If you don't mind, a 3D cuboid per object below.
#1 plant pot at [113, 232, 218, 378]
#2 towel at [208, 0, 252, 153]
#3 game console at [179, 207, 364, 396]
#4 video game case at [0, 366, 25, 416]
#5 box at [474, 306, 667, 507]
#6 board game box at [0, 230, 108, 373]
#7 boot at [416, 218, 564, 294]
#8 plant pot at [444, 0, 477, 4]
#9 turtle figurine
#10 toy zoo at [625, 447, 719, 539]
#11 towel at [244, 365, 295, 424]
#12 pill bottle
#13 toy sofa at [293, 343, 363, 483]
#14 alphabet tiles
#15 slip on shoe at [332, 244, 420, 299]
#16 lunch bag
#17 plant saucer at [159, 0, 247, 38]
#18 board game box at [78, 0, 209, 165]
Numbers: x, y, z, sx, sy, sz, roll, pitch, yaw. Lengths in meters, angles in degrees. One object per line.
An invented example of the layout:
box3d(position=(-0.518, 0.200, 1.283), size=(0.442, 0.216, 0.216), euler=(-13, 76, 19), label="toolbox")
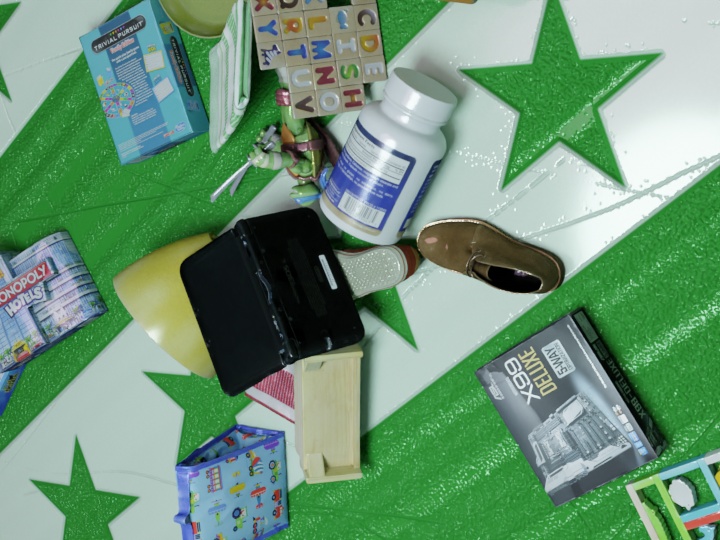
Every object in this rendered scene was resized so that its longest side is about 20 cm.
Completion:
box3d(position=(-0.229, 0.031, 1.547), size=(0.142, 0.200, 0.200), euler=(-44, 76, 4), label="plant pot")
box3d(position=(-0.176, -0.255, 1.447), size=(0.200, 0.023, 0.154), euler=(155, 116, -69), label="towel")
box3d(position=(-0.118, 0.039, 1.440), size=(0.116, 0.175, 0.201), euler=(-46, 62, 55), label="game console")
box3d(position=(-0.661, 0.130, 1.889), size=(0.181, 0.045, 0.201), euler=(42, 118, 17), label="video game case")
box3d(position=(0.258, 0.170, 1.352), size=(0.157, 0.050, 0.201), euler=(-35, 82, 31), label="box")
box3d(position=(-0.540, 0.029, 1.760), size=(0.199, 0.062, 0.201), euler=(-31, 85, 16), label="board game box")
box3d(position=(0.150, -0.016, 1.363), size=(0.199, 0.075, 0.074), euler=(18, 111, 28), label="boot")
box3d(position=(0.070, -0.401, 1.272), size=(0.182, 0.200, 0.201), euler=(22, 112, 9), label="plant pot")
box3d(position=(-0.126, -0.183, 1.451), size=(0.199, 0.144, 0.196), euler=(4, 99, 26), label="turtle figurine")
box3d(position=(0.431, 0.280, 1.290), size=(0.199, 0.020, 0.132), euler=(-29, 85, 32), label="toy zoo")
box3d(position=(-0.091, 0.124, 1.565), size=(0.143, 0.023, 0.201), euler=(27, 113, 24), label="towel")
box3d(position=(0.039, -0.145, 1.374), size=(0.119, 0.119, 0.201), euler=(36, 116, 19), label="pill bottle")
box3d(position=(-0.045, 0.184, 1.506), size=(0.082, 0.098, 0.202), euler=(-4, 109, -12), label="toy sofa")
box3d(position=(-0.053, -0.299, 1.391), size=(0.008, 0.166, 0.202), euler=(-166, 67, -72), label="alphabet tiles")
box3d(position=(0.000, 0.000, 1.465), size=(0.199, 0.061, 0.075), euler=(-11, 93, 45), label="slip on shoe")
box3d(position=(-0.195, 0.327, 1.564), size=(0.093, 0.200, 0.152), euler=(3, 102, 29), label="lunch bag")
box3d(position=(-0.205, -0.425, 1.511), size=(0.199, 0.031, 0.202), euler=(7, 104, 30), label="plant saucer")
box3d(position=(-0.317, -0.275, 1.599), size=(0.150, 0.047, 0.201), euler=(-17, 91, 32), label="board game box")
